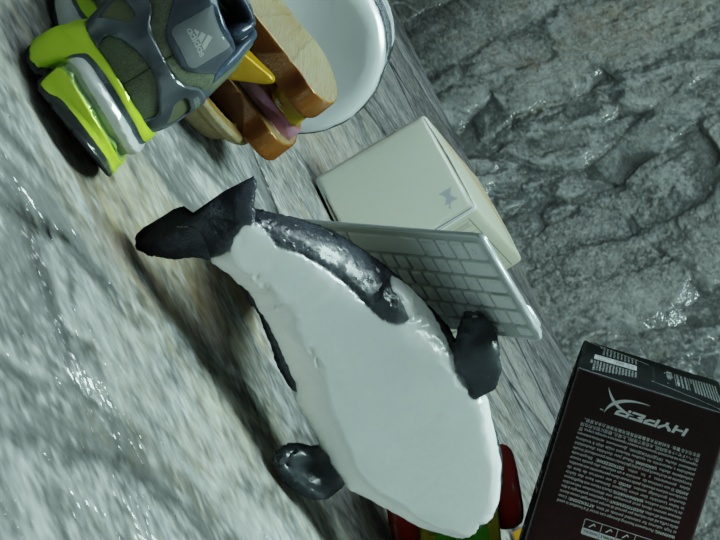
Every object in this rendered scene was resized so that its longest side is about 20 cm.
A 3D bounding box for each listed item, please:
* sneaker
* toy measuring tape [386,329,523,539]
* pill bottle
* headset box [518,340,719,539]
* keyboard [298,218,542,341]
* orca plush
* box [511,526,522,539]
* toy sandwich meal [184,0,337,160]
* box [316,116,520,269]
[{"bbox_3d":[-0.082,-0.097,0.895,0.074,0.081,0.200,59,7,-19],"label":"sneaker"},{"bbox_3d":[0.039,0.077,1.021,0.074,0.073,0.201,-108,-172,-56],"label":"toy measuring tape"},{"bbox_3d":[-0.031,-0.149,1.364,0.107,0.106,0.200,61,7,-7],"label":"pill bottle"},{"bbox_3d":[0.108,0.143,1.003,0.149,0.077,0.201,-14,120,-82],"label":"headset box"},{"bbox_3d":[0.000,0.000,0.933,0.199,0.011,0.056,6,-39,51],"label":"keyboard"},{"bbox_3d":[-0.015,0.032,0.891,0.199,0.105,0.071,33,9,-28],"label":"orca plush"},{"bbox_3d":[0.166,0.258,1.490,0.201,0.041,0.119,64,7,35],"label":"box"},{"bbox_3d":[-0.085,-0.151,1.120,0.206,0.070,0.205,60,7,-13],"label":"toy sandwich meal"},{"bbox_3d":[0.045,-0.034,1.524,0.078,0.095,0.200,62,6,15],"label":"box"}]
